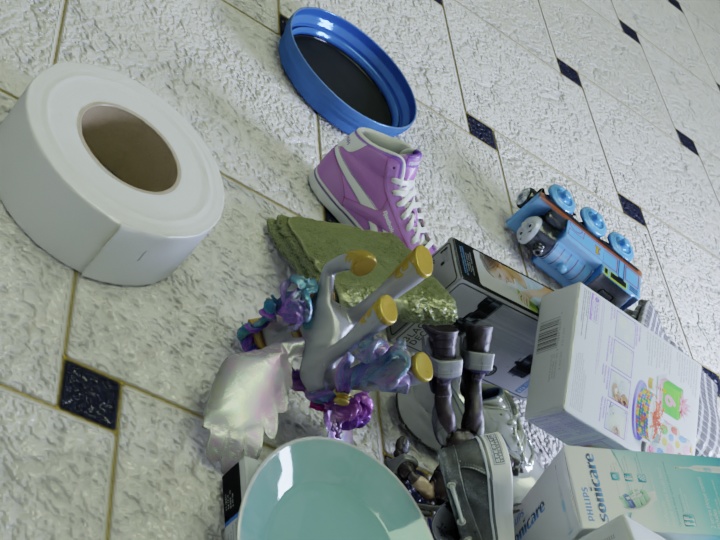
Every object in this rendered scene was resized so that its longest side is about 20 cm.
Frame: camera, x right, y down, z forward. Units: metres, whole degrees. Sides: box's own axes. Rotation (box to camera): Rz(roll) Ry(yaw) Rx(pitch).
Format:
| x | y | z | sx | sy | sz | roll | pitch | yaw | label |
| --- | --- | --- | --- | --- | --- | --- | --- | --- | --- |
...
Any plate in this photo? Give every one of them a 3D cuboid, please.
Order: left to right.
| x | y | z | sx | sy | sz | roll | pitch | yaw | label |
| --- | --- | --- | --- | --- | --- | --- | --- | --- | --- |
| -0.017 | 0.225 | 0.972 | 0.199 | 0.026 | 0.201 | 24 | 49 | -31 | plate |

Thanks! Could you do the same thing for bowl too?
| x | y | z | sx | sy | sz | roll | pitch | yaw | label |
| --- | --- | --- | --- | --- | --- | --- | --- | --- | --- |
| -0.017 | -0.240 | 1.579 | 0.200 | 0.039 | 0.201 | 31 | 33 | -23 | bowl |

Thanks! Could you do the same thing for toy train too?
| x | y | z | sx | sy | sz | roll | pitch | yaw | label |
| --- | --- | --- | --- | --- | --- | --- | --- | --- | --- |
| 0.278 | -0.026 | 1.648 | 0.200 | 0.087 | 0.115 | 37 | 38 | -15 | toy train |

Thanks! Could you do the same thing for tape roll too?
| x | y | z | sx | sy | sz | roll | pitch | yaw | label |
| --- | --- | --- | --- | --- | --- | --- | --- | --- | --- |
| -0.219 | -0.085 | 1.119 | 0.202 | 0.071 | 0.203 | 32 | 33 | -24 | tape roll |

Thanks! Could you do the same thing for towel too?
| x | y | z | sx | sy | sz | roll | pitch | yaw | label |
| --- | --- | --- | --- | --- | --- | --- | --- | --- | --- |
| 0.000 | 0.000 | 1.245 | 0.148 | 0.037 | 0.200 | 7 | 21 | -27 | towel |
| 0.359 | 0.143 | 1.545 | 0.165 | 0.086 | 0.200 | 42 | 31 | -8 | towel |

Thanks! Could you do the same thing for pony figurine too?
| x | y | z | sx | sy | sz | roll | pitch | yaw | label |
| --- | --- | --- | --- | --- | --- | --- | --- | --- | --- |
| -0.031 | 0.080 | 1.072 | 0.166 | 0.199 | 0.194 | 29 | 49 | -38 | pony figurine |

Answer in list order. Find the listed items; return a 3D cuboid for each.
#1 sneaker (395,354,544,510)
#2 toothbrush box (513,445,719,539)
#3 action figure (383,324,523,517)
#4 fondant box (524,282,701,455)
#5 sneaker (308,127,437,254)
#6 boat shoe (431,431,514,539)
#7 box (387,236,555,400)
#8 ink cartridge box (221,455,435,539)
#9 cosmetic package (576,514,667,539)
| x | y | z | sx | sy | sz | roll | pitch | yaw | label |
| --- | --- | --- | --- | --- | --- | --- | --- | --- | --- |
| 0.127 | 0.164 | 1.232 | 0.200 | 0.087 | 0.075 | 41 | 24 | -12 | sneaker |
| 0.249 | 0.236 | 1.151 | 0.199 | 0.147 | 0.086 | 8 | 48 | -17 | toothbrush box |
| 0.089 | 0.150 | 1.160 | 0.129 | 0.069 | 0.201 | 2 | 89 | -22 | action figure |
| 0.262 | 0.123 | 1.304 | 0.199 | 0.058 | 0.145 | 31 | 56 | -27 | fondant box |
| 0.045 | -0.066 | 1.380 | 0.200 | 0.114 | 0.073 | 45 | 29 | -4 | sneaker |
| 0.094 | 0.219 | 1.083 | 0.067 | 0.201 | 0.072 | -11 | 43 | -4 | boat shoe |
| 0.135 | 0.055 | 1.346 | 0.199 | 0.117 | 0.060 | 27 | 37 | -31 | box |
| -0.020 | 0.225 | 1.030 | 0.199 | 0.039 | 0.100 | 24 | 37 | -30 | ink cartridge box |
| 0.219 | 0.341 | 1.037 | 0.165 | 0.165 | 0.201 | 33 | 32 | -41 | cosmetic package |
